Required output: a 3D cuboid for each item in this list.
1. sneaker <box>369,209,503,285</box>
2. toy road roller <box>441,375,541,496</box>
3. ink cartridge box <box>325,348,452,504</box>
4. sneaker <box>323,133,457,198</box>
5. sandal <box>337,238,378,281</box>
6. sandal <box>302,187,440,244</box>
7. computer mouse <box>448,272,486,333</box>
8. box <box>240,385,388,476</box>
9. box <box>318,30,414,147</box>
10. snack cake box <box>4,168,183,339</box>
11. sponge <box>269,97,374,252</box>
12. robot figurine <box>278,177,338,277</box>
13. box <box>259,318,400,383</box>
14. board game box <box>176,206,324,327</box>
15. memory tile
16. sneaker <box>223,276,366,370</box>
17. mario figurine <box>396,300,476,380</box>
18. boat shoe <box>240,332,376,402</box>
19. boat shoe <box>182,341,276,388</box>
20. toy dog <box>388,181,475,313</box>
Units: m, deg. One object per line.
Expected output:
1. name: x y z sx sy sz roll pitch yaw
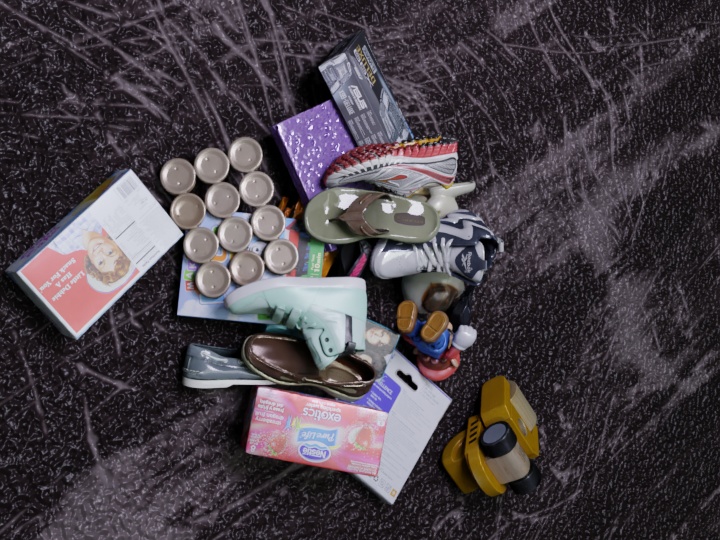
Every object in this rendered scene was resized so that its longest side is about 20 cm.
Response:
1. sneaker: 0.121 -0.022 1.310 0.196 0.129 0.081 -13 116 -27
2. toy road roller: 0.220 0.295 1.551 0.124 0.144 0.201 55 26 -21
3. ink cartridge box: 0.031 0.236 1.449 0.198 0.043 0.201 43 70 -25
4. sneaker: 0.044 -0.137 1.293 0.196 0.078 0.084 -7 112 3
5. sandal: 0.000 0.000 1.358 0.074 0.045 0.202 -22 141 -32
6. sandal: 0.017 -0.079 1.259 0.197 0.057 0.081 0 82 -9
7. computer mouse: 0.179 0.048 1.470 0.034 0.201 0.059 30 62 7
8. box: -0.069 0.231 1.313 0.196 0.100 0.097 13 82 -11
9. box: 0.015 -0.250 1.378 0.202 0.049 0.158 62 20 -18
10. snack cake box: -0.344 -0.023 1.181 0.200 0.067 0.116 -48 116 -24
11. sponge: -0.045 -0.141 1.333 0.111 0.030 0.203 -31 106 -27
12. robot figurine: -0.066 -0.087 1.372 0.144 0.058 0.203 33 74 -30
13. box: -0.046 0.092 1.358 0.197 0.049 0.083 24 89 -17
14. board game box: -0.153 -0.003 1.280 0.196 0.037 0.154 5 87 -6
15. memory tile: -0.183 -0.073 1.254 0.151 0.017 0.203 -19 88 -8
16. sneaker: -0.084 0.074 1.221 0.196 0.074 0.120 -3 75 -10
17. mario figurine: 0.116 0.094 1.422 0.105 0.124 0.200 -32 153 0
18. boat shoe: -0.068 0.126 1.282 0.199 0.075 0.076 17 61 -22
19. boat shoe: -0.160 0.130 1.304 0.197 0.072 0.063 -2 95 -29
20. toy dog: 0.110 -0.031 1.446 0.191 0.139 0.204 -16 101 -32
